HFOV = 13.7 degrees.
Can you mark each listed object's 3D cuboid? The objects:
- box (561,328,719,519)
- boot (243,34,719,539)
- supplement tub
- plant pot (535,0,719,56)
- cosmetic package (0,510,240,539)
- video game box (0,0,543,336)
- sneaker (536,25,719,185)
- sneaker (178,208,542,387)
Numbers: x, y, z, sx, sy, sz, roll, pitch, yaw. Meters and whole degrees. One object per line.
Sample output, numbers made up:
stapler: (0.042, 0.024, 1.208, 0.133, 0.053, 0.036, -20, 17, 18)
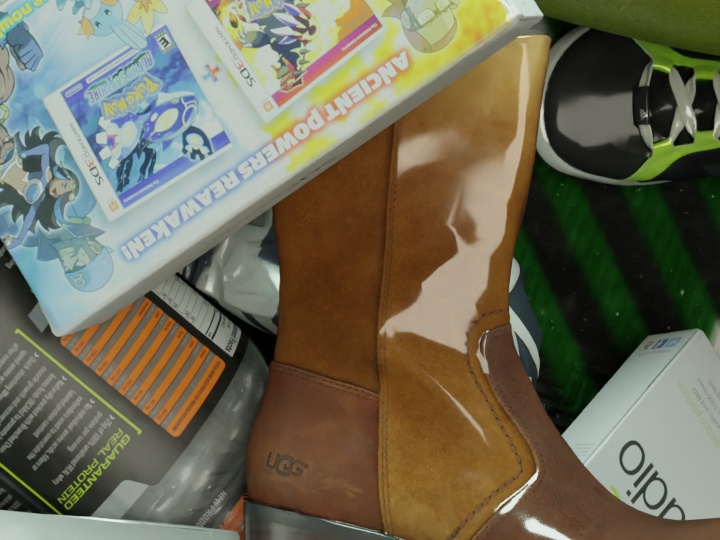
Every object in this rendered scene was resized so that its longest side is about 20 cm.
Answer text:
box: (0.104, 0.139, 1.151, 0.200, 0.036, 0.145, -46, 110, -32)
boot: (0.053, 0.020, 1.043, 0.187, 0.068, 0.201, 2, 85, 14)
supplement tub: (-0.119, 0.038, 1.110, 0.200, 0.123, 0.123, 41, 83, -9)
plant pot: (0.087, -0.168, 1.133, 0.199, 0.187, 0.188, 1, 91, 10)
cosmetic package: (-0.106, 0.185, 1.082, 0.106, 0.090, 0.201, 6, 134, -13)
video game box: (-0.067, -0.107, 1.017, 0.200, 0.047, 0.183, -33, 83, 19)
sneaker: (0.164, -0.075, 1.186, 0.199, 0.083, 0.072, -5, 91, -11)
sneaker: (0.000, 0.000, 1.163, 0.199, 0.130, 0.080, 37, 93, 29)
